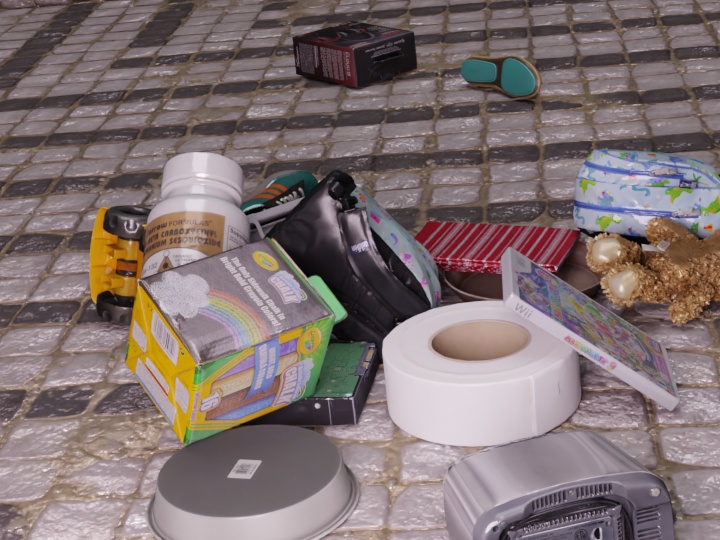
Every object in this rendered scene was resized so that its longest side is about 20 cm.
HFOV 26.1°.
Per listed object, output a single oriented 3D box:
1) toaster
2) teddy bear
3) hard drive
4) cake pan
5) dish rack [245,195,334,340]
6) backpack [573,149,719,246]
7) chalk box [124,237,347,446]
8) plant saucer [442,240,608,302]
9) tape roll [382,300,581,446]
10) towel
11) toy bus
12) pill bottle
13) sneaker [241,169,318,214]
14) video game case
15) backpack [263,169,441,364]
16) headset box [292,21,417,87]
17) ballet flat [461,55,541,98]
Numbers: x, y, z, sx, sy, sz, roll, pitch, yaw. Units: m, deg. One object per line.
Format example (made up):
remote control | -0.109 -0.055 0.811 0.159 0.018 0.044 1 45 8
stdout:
toaster | 0.149 0.205 1.266 0.200 0.114 0.129 -13 19 -10
teddy bear | 0.347 0.002 1.744 0.200 0.067 0.145 -16 46 -33
hard drive | -0.089 0.119 1.635 0.200 0.038 0.140 -2 22 11
cake pan | -0.102 0.200 1.441 0.200 0.037 0.200 -6 22 2
dish rack | -0.054 0.003 1.794 0.200 0.172 0.044 -21 -14 -30
backpack | 0.357 -0.083 1.870 0.200 0.154 0.163 -9 9 12
chalk box | -0.111 0.061 1.521 0.200 0.124 0.124 -18 53 -32
plant saucer | 0.198 0.010 1.832 0.200 0.035 0.200 -5 21 2
tape roll | 0.124 0.101 1.579 0.202 0.071 0.202 -5 22 2
towel | 0.153 -0.026 1.862 0.200 0.022 0.145 4 22 19
toy bus | -0.205 0.003 1.859 0.192 0.136 0.200 -2 18 -37
pill bottle | -0.177 -0.021 1.674 0.114 0.114 0.200 -2 63 9
sneaker | -0.121 -0.075 2.090 0.200 0.071 0.080 -29 35 -34
video game case | 0.230 0.056 1.566 0.200 0.018 0.143 32 19 -7
backpack | 0.000 0.000 1.702 0.167 0.200 0.127 -43 9 28
headset box | -0.004 -0.395 2.826 0.149 0.075 0.200 -21 26 -34
ballet flat | 0.253 -0.335 2.630 0.063 0.069 0.200 -5 18 -36
